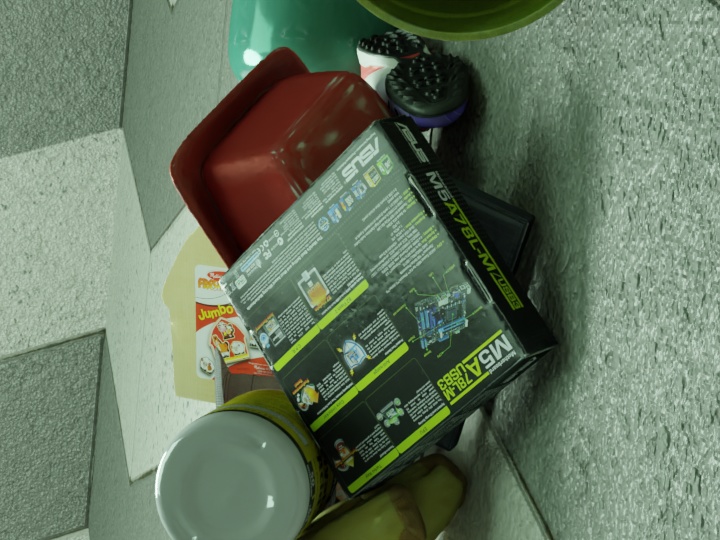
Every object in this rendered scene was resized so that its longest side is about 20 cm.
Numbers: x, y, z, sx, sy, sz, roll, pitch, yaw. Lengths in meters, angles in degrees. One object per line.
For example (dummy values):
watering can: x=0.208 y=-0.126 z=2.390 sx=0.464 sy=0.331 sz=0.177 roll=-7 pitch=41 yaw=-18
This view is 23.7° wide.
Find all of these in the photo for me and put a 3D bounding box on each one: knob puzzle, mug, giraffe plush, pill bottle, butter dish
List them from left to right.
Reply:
pill bottle: x=-0.075 y=0.147 z=1.277 sx=0.200 sy=0.110 sz=0.112 roll=-24 pitch=-60 yaw=-80
knob puzzle: x=-0.091 y=0.028 z=1.571 sx=0.030 sy=0.218 sz=0.221 roll=-25 pitch=-52 yaw=-61
mug: x=-0.043 y=-0.202 z=1.543 sx=0.185 sy=0.151 sz=0.115 roll=116 pitch=160 yaw=-82
butter dish: x=-0.016 y=-0.067 z=1.329 sx=0.147 sy=0.201 sz=0.200 roll=-16 pitch=25 yaw=40
giraffe plush: x=0.015 y=0.255 z=1.264 sx=0.163 sy=0.199 sz=0.172 roll=59 pitch=143 yaw=2

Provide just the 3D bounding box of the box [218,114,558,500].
box: x=0.013 y=0.028 z=1.197 sx=0.200 sy=0.047 sz=0.194 roll=-44 pitch=74 yaw=35

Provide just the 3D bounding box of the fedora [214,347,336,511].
fedora: x=-0.070 y=0.157 z=1.493 sx=0.201 sy=0.090 sz=0.178 roll=-97 pitch=-4 yaw=-52

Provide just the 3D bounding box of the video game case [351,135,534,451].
video game case: x=0.033 y=0.019 z=1.251 sx=0.019 sy=0.142 sz=0.201 roll=-39 pitch=-29 yaw=-55

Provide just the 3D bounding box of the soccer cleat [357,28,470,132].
soccer cleat: x=0.046 y=-0.139 z=1.390 sx=0.200 sy=0.068 sz=0.074 roll=-127 pitch=24 yaw=-65

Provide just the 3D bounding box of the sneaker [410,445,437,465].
sneaker: x=0.000 y=0.142 z=1.437 sx=0.200 sy=0.079 sz=0.079 roll=135 pitch=136 yaw=-69

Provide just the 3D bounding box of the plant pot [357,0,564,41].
plant pot: x=0.062 y=-0.275 z=1.159 sx=0.193 sy=0.199 sz=0.202 roll=-94 pitch=13 yaw=-70

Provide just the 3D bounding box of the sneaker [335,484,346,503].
sneaker: x=-0.041 y=0.225 z=1.563 sx=0.200 sy=0.079 sz=0.074 roll=-106 pitch=23 yaw=-55
